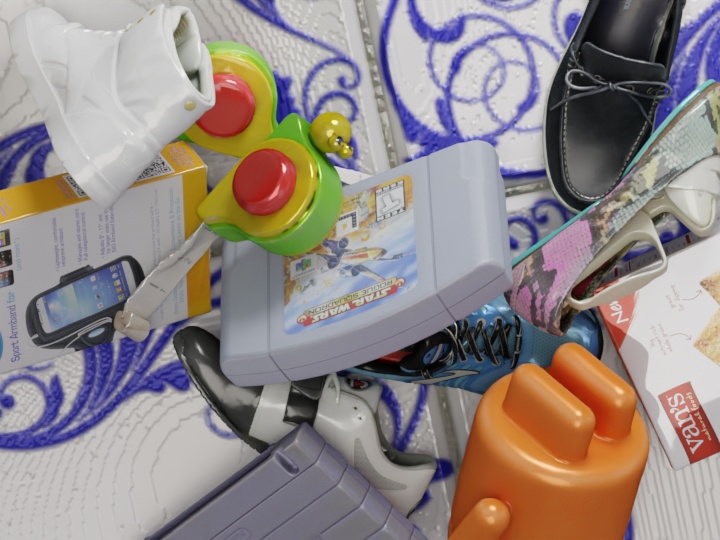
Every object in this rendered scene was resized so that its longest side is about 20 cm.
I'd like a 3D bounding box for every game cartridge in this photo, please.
[{"bbox_3d":[-0.061,0.196,1.754,0.130,0.038,0.200,42,122,-16],"label":"game cartridge"},{"bbox_3d":[0.000,0.000,1.695,0.200,0.133,0.042,-21,128,17],"label":"game cartridge"}]

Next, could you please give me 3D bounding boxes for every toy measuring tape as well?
[{"bbox_3d":[-0.052,-0.104,1.732,0.200,0.074,0.074,15,100,-7],"label":"toy measuring tape"},{"bbox_3d":[-0.072,-0.018,1.682,0.074,0.074,0.200,42,97,-3],"label":"toy measuring tape"}]

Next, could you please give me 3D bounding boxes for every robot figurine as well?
[{"bbox_3d":[0.118,0.143,1.709,0.116,0.144,0.200,13,129,2],"label":"robot figurine"}]

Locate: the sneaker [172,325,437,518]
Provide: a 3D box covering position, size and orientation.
[{"bbox_3d":[-0.034,0.090,1.758,0.200,0.074,0.089,41,100,-12],"label":"sneaker"}]

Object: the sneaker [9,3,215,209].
[{"bbox_3d":[-0.151,-0.131,1.682,0.116,0.200,0.074,-40,130,8],"label":"sneaker"}]

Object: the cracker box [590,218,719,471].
[{"bbox_3d":[0.266,0.028,1.727,0.200,0.058,0.134,-25,96,9],"label":"cracker box"}]

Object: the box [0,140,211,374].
[{"bbox_3d":[-0.194,-0.003,1.702,0.200,0.041,0.119,-15,129,-21],"label":"box"}]

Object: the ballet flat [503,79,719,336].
[{"bbox_3d":[0.180,-0.032,1.692,0.200,0.069,0.071,-43,67,-2],"label":"ballet flat"}]

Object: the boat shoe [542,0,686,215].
[{"bbox_3d":[0.165,-0.130,1.709,0.074,0.062,0.200,16,102,0],"label":"boat shoe"}]

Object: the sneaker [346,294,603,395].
[{"bbox_3d":[0.059,0.052,1.731,0.200,0.090,0.079,1,99,4],"label":"sneaker"}]
